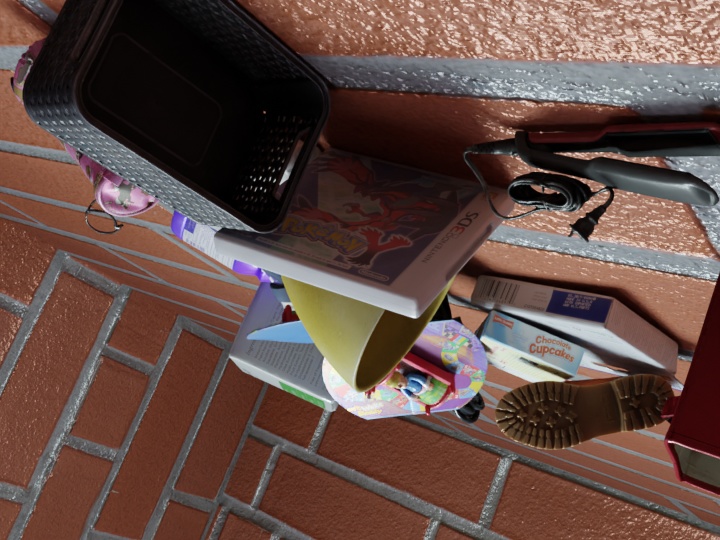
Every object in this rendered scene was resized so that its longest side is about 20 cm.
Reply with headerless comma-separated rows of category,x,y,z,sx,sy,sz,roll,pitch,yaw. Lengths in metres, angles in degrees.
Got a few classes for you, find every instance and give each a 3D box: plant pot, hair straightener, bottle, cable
plant pot,0.000,0.000,0.919,0.141,0.201,0.200,34,172,18
hair straightener,0.144,-0.061,0.599,0.198,0.078,0.041,12,166,44
bottle,-0.164,-0.039,1.239,0.198,0.066,0.084,30,138,2
cable,0.113,0.106,1.174,0.164,0.050,0.202,-117,5,-58

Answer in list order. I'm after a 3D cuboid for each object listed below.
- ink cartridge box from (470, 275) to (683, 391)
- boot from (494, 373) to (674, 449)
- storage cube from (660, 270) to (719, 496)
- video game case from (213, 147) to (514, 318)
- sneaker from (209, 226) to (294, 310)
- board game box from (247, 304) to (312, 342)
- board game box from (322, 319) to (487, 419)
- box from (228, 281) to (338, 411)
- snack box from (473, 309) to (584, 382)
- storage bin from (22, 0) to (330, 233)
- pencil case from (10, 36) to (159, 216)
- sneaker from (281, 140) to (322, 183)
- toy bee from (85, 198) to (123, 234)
ink cartridge box,0.259,0.071,1.041,0.199,0.041,0.198,32,167,-38
boot,0.255,0.161,1.042,0.196,0.077,0.107,-7,174,8
storage cube,0.320,0.075,0.604,0.197,0.182,0.171,18,167,28
video game case,0.006,-0.042,0.764,0.197,0.182,0.023,16,129,28
sneaker,-0.116,-0.007,1.167,0.197,0.081,0.149,15,126,22
board game box,-0.042,0.054,1.085,0.156,0.040,0.199,-14,166,33
board game box,0.053,0.134,1.055,0.196,0.039,0.160,-6,132,6
box,-0.076,0.085,1.352,0.169,0.203,0.199,24,169,4
snack box,0.197,0.100,1.104,0.114,0.038,0.200,22,170,5
storage bin,-0.134,-0.130,0.685,0.093,0.137,0.199,9,162,48
pencil case,-0.256,-0.138,0.854,0.086,0.084,0.200,-17,-127,-42
sneaker,-0.096,-0.094,0.928,0.098,0.079,0.200,27,167,0
toy bee,-0.278,-0.149,1.025,0.130,0.110,0.199,36,139,-20
